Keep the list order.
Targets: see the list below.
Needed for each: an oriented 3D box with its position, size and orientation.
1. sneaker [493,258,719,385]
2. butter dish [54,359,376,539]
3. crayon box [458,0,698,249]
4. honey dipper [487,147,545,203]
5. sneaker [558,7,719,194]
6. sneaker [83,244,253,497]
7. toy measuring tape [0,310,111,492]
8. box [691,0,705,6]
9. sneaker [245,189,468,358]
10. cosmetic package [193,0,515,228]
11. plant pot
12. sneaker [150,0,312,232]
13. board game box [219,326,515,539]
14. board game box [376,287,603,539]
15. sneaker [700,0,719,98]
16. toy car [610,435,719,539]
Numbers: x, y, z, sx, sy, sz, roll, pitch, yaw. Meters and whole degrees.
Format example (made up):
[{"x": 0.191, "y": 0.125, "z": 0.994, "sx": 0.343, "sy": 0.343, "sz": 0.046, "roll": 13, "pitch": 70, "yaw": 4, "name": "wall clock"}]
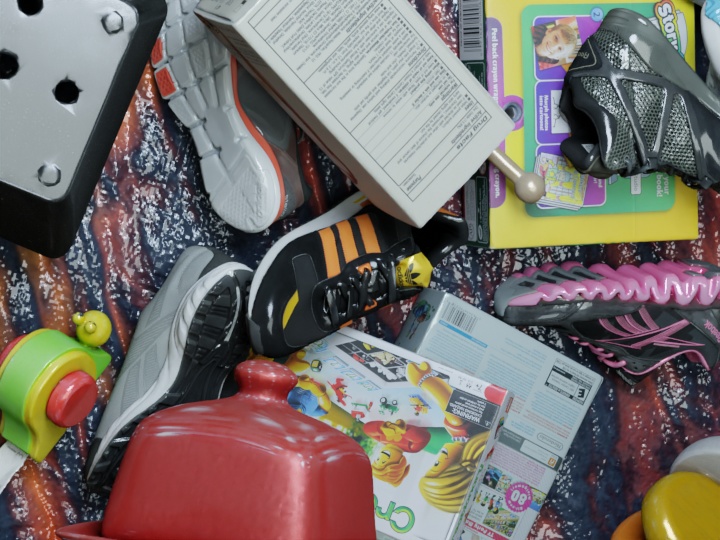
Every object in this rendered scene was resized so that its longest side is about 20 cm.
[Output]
[{"x": 0.194, "y": 0.043, "z": 1.727, "sx": 0.199, "sy": 0.079, "sz": 0.096, "roll": 0, "pitch": 106, "yaw": -18, "name": "sneaker"}, {"x": -0.073, "y": 0.134, "z": 1.527, "sx": 0.199, "sy": 0.199, "sz": 0.148, "roll": 8, "pitch": 90, "yaw": 20, "name": "butter dish"}, {"x": 0.163, "y": -0.120, "z": 1.703, "sx": 0.172, "sy": 0.058, "sz": 0.201, "roll": -3, "pitch": 95, "yaw": -20, "name": "crayon box"}, {"x": 0.058, "y": -0.121, "z": 1.642, "sx": 0.200, "sy": 0.038, "sz": 0.038, "roll": 42, "pitch": 80, "yaw": 3, "name": "honey dipper"}, {"x": 0.220, "y": -0.084, "z": 1.657, "sx": 0.199, "sy": 0.076, "sz": 0.114, "roll": 43, "pitch": 81, "yaw": -15, "name": "sneaker"}, {"x": -0.137, "y": 0.073, "z": 1.615, "sx": 0.074, "sy": 0.079, "sz": 0.200, "roll": 22, "pitch": 103, "yaw": -41, "name": "sneaker"}, {"x": -0.241, "y": 0.106, "z": 1.572, "sx": 0.074, "sy": 0.074, "sz": 0.200, "roll": 40, "pitch": 79, "yaw": -18, "name": "toy measuring tape"}, {"x": 0.334, "y": -0.281, "z": 1.683, "sx": 0.200, "sy": 0.131, "sz": 0.199, "roll": 26, "pitch": 67, "yaw": -20, "name": "box"}, {"x": 0.000, "y": 0.000, "z": 1.595, "sx": 0.200, "sy": 0.090, "sz": 0.070, "roll": -40, "pitch": 129, "yaw": -47, "name": "sneaker"}, {"x": -0.004, "y": -0.136, "z": 1.540, "sx": 0.103, "sy": 0.087, "sz": 0.200, "roll": -46, "pitch": 115, "yaw": -8, "name": "cosmetic package"}, {"x": -0.240, "y": -0.132, "z": 1.488, "sx": 0.200, "sy": 0.177, "sz": 0.200, "roll": 23, "pitch": 87, "yaw": -12, "name": "plant pot"}, {"x": -0.087, "y": -0.128, "z": 1.621, "sx": 0.082, "sy": 0.077, "sz": 0.201, "roll": -18, "pitch": 94, "yaw": -50, "name": "sneaker"}, {"x": -0.005, "y": 0.109, "z": 1.623, "sx": 0.200, "sy": 0.035, "sz": 0.127, "roll": 21, "pitch": 87, "yaw": 15, "name": "board game box"}, {"x": 0.069, "y": 0.134, "z": 1.690, "sx": 0.147, "sy": 0.064, "sz": 0.200, "roll": 29, "pitch": 84, "yaw": -18, "name": "board game box"}, {"x": 0.285, "y": -0.135, "z": 1.693, "sx": 0.200, "sy": 0.081, "sz": 0.077, "roll": 51, "pitch": 53, "yaw": -47, "name": "sneaker"}, {"x": 0.279, "y": 0.242, "z": 1.727, "sx": 0.200, "sy": 0.150, "sz": 0.175, "roll": 33, "pitch": 45, "yaw": -5, "name": "toy car"}]
